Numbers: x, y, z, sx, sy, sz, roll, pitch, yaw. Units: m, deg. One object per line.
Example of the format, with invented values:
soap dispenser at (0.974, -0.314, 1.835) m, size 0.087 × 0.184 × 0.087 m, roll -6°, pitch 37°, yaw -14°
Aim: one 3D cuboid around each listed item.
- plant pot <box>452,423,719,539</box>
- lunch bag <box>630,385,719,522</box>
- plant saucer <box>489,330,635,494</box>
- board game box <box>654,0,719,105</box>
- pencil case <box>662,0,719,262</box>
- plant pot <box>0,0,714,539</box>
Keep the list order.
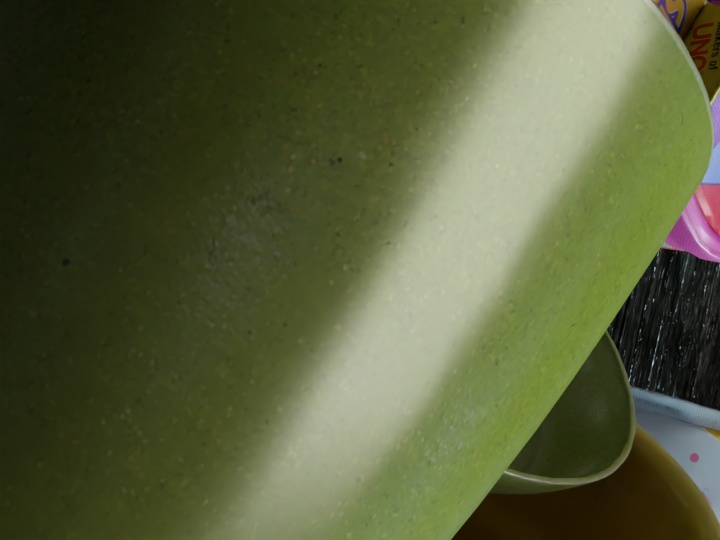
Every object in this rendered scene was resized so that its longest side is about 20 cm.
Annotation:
plant pot at (-0.008, 0.131, 0.918) m, size 0.190 × 0.200 × 0.201 m, roll -67°, pitch 170°, yaw 22°
lunch bag at (0.082, 0.131, 1.194) m, size 0.127 × 0.199 × 0.171 m, roll 37°, pitch 65°, yaw -73°
plant saucer at (0.000, 0.000, 0.878) m, size 0.031 × 0.200 × 0.200 m, roll -49°, pitch 177°, yaw 24°
board game box at (0.004, -0.052, 0.755) m, size 0.096 × 0.199 × 0.030 m, roll -59°, pitch 139°, yaw -14°
pencil case at (0.043, -0.066, 0.811) m, size 0.088 × 0.199 × 0.089 m, roll -19°, pitch 116°, yaw -44°
plant pot at (-0.050, 0.023, 0.588) m, size 0.201 × 0.186 × 0.187 m, roll -63°, pitch 161°, yaw -19°
